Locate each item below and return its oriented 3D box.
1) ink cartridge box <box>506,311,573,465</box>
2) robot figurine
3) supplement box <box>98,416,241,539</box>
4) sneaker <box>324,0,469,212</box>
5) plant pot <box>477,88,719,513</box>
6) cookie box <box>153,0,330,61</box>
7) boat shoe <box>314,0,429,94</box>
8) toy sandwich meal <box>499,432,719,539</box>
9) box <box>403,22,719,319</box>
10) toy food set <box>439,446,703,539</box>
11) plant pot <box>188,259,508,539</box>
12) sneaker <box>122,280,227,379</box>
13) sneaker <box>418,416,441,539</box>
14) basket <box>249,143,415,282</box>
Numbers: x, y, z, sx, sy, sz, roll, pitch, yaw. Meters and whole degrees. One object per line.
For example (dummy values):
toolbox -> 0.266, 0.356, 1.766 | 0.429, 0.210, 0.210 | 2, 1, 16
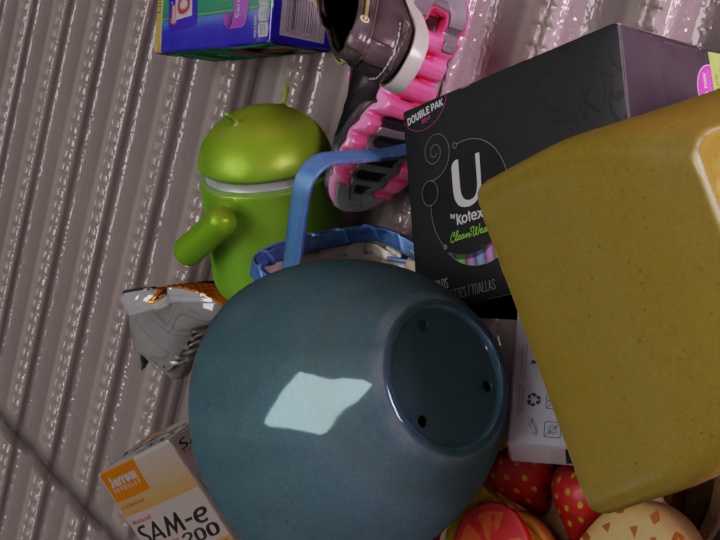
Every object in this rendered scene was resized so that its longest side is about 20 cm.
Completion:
ink cartridge box -> 0.190, 0.070, 0.796 | 0.197, 0.039, 0.101 | 2, 63, 14
robot figurine -> -0.074, -0.048, 1.110 | 0.115, 0.175, 0.203 | 11, 118, 35
supplement box -> -0.120, 0.225, 1.127 | 0.126, 0.073, 0.201 | -29, 95, 45
sneaker -> 0.017, -0.146, 1.072 | 0.095, 0.078, 0.202 | 31, 99, 54
plant pot -> 0.195, -0.004, 0.652 | 0.200, 0.193, 0.197 | 126, 125, -78
cookie box -> -0.107, -0.287, 1.230 | 0.199, 0.075, 0.174 | 6, 92, 51
boat shoe -> -0.001, -0.205, 1.006 | 0.072, 0.060, 0.202 | -59, 27, 23
toy sandwich meal -> 0.155, 0.128, 0.876 | 0.204, 0.070, 0.208 | -7, 81, 50
box -> 0.141, -0.054, 0.873 | 0.199, 0.123, 0.151 | -17, 74, 49
toy food set -> 0.118, 0.203, 0.819 | 0.200, 0.048, 0.199 | 42, 109, 40
plant pot -> 0.013, 0.079, 0.802 | 0.134, 0.198, 0.203 | -25, 68, 52
sneaker -> -0.165, 0.058, 1.278 | 0.199, 0.075, 0.093 | -7, 88, 57
sneaker -> 0.023, 0.129, 0.913 | 0.076, 0.084, 0.201 | -29, 98, 18
basket -> 0.000, 0.000, 0.997 | 0.139, 0.175, 0.202 | 35, 120, 34
